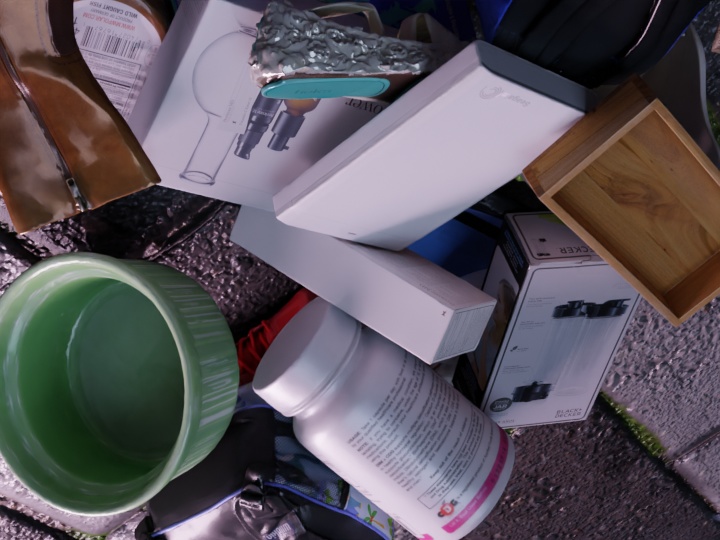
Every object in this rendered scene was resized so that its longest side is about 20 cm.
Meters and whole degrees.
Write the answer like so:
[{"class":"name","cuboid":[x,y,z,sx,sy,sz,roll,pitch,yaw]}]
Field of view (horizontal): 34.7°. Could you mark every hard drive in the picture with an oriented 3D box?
[{"class":"hard drive","cuboid":[0.051,-0.078,0.797,0.131,0.027,0.199,12,146,-43]}]

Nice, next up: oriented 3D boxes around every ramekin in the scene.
[{"class":"ramekin","cuboid":[-0.193,0.084,0.916,0.200,0.201,0.098,-43,167,20]}]

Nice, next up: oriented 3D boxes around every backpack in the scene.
[{"class":"backpack","cuboid":[-0.070,0.196,1.013,0.199,0.148,0.182,32,130,-33]},{"class":"backpack","cuboid":[0.164,-0.230,0.760,0.161,0.169,0.201,7,138,-20]}]

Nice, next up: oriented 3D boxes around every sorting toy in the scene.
[{"class":"sorting toy","cuboid":[0.191,-0.100,0.905,0.198,0.181,0.107,-16,135,-6]}]

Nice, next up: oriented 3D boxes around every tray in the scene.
[{"class":"tray","cuboid":[0.209,-0.043,0.812,0.098,0.037,0.200,-40,131,16]}]

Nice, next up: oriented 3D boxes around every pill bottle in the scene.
[{"class":"pill bottle","cuboid":[0.018,0.118,0.922,0.200,0.114,0.113,41,111,-16]}]

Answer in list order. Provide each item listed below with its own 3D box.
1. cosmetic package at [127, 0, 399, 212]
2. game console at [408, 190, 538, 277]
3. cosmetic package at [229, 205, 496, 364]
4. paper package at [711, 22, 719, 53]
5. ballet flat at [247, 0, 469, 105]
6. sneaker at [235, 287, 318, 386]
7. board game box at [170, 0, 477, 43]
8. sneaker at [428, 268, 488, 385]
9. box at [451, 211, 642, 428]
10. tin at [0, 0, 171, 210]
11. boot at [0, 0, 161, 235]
[{"class":"cosmetic package","cuboid":[-0.051,-0.115,0.824,0.198,0.052,0.151,12,129,-31]},{"class":"game console","cuboid":[0.099,-0.006,1.008,0.199,0.175,0.117,22,92,-36]},{"class":"cosmetic package","cuboid":[0.000,0.000,0.898,0.082,0.199,0.051,-4,121,-61]},{"class":"paper package","cuboid":[0.344,-0.253,0.806,0.103,0.200,0.192,23,135,17]},{"class":"ballet flat","cuboid":[0.020,-0.142,0.756,0.198,0.072,0.072,2,131,-31]},{"class":"sneaker","cuboid":[-0.105,0.089,1.040,0.115,0.079,0.201,8,127,-29]},{"class":"board game box","cuboid":[-0.019,-0.173,0.849,0.198,0.045,0.153,-24,136,2]},{"class":"sneaker","cuboid":[0.092,0.066,1.041,0.072,0.085,0.200,18,146,-28]},{"class":"box","cuboid":[0.157,0.043,0.957,0.115,0.060,0.201,-4,135,-16]},{"class":"tin","cuboid":[-0.205,-0.124,0.829,0.111,0.042,0.201,13,126,-26]},{"class":"boot","cuboid":[-0.181,-0.141,0.733,0.187,0.069,0.201,-25,104,3]}]
